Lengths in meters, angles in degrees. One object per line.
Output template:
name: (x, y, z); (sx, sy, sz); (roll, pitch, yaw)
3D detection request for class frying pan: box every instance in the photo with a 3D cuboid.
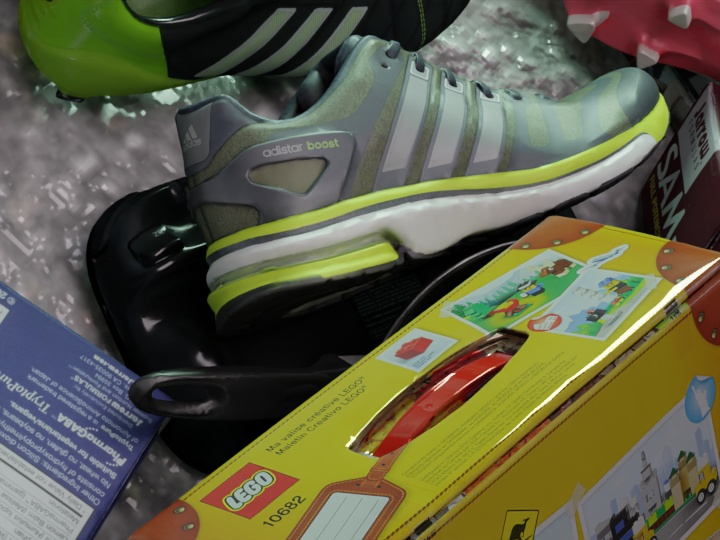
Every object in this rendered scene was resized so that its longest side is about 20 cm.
frying pan: (0.014, 0.052, 0.743); (0.189, 0.115, 0.031); (-19, 29, -19)

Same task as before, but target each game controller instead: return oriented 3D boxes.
game controller: (0.000, 0.000, 0.787); (0.200, 0.042, 0.105); (-20, 90, -34)

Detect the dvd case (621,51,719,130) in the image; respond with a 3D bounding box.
dvd case: (0.137, -0.156, 0.949); (0.146, 0.022, 0.200); (-30, 80, -36)

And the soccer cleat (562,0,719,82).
soccer cleat: (0.170, -0.093, 0.883); (0.200, 0.067, 0.077); (26, 52, -13)

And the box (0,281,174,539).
box: (-0.152, 0.084, 0.657); (0.121, 0.032, 0.200); (36, 52, -7)

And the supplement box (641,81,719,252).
supplement box: (0.209, 0.013, 0.840); (0.199, 0.061, 0.109); (25, 29, -10)

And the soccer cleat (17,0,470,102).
soccer cleat: (-0.027, -0.107, 0.795); (0.200, 0.081, 0.068); (-16, 73, -34)

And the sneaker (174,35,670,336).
sneaker: (0.025, -0.045, 0.748); (0.200, 0.074, 0.081); (-20, 86, -36)

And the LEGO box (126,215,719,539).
LEGO box: (0.038, 0.098, 0.677); (0.200, 0.077, 0.149); (-35, 125, -37)
